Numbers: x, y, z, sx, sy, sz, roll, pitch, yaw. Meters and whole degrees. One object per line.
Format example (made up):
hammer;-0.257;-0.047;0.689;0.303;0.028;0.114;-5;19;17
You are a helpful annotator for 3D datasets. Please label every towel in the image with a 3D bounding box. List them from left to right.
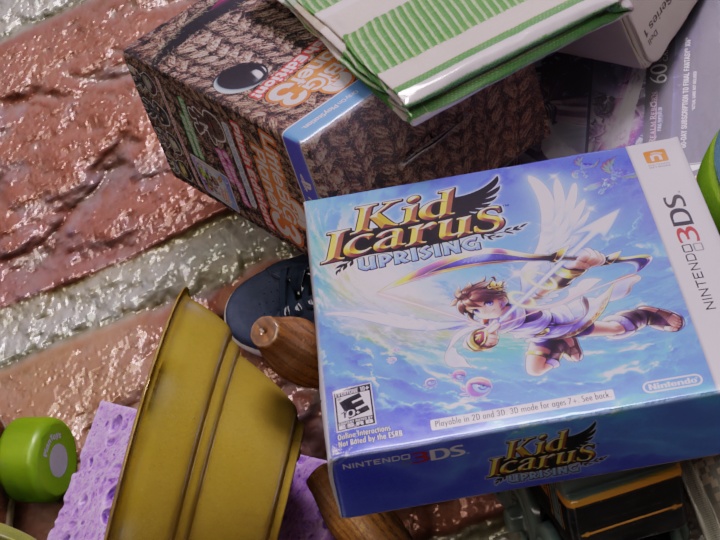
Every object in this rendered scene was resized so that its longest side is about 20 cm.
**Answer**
towel;0.037;-0.160;0.841;0.152;0.023;0.200;-29;43;-14

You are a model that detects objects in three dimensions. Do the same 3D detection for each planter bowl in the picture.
planter bowl;-0.079;0.115;0.805;0.083;0.200;0.201;14;72;-2

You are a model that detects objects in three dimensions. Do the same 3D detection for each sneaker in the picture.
sneaker;0.000;0.000;0.919;0.199;0.085;0.075;-14;64;15

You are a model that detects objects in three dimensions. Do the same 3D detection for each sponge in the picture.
sponge;-0.096;0.151;0.897;0.199;0.030;0.112;10;72;36

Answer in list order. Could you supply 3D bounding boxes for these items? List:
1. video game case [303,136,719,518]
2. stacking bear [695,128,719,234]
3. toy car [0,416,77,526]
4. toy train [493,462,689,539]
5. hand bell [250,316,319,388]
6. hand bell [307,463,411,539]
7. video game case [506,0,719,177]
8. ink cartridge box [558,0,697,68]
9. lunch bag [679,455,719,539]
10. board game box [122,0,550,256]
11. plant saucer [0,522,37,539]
video game case;0.077;0.020;0.721;0.199;0.046;0.182;-10;40;1
stacking bear;0.222;-0.026;0.793;0.113;0.200;0.122;-1;56;-19
toy car;-0.296;0.132;0.911;0.163;0.200;0.159;-3;67;20
toy train;0.109;0.090;0.786;0.085;0.115;0.200;-14;22;-7
hand bell;-0.005;0.058;0.825;0.104;0.200;0.105;-9;68;22
hand bell;0.041;0.179;0.792;0.104;0.104;0.200;-45;70;-2
video game case;0.134;-0.101;0.925;0.199;0.019;0.144;-4;67;27
ink cartridge box;0.118;-0.217;0.933;0.199;0.084;0.146;18;65;39
lunch bag;0.250;0.116;0.752;0.163;0.118;0.201;-21;67;11
board game box;-0.017;-0.107;0.906;0.159;0.097;0.200;-37;39;-21
plant saucer;-0.235;0.205;0.878;0.199;0.201;0.031;-15;34;15
